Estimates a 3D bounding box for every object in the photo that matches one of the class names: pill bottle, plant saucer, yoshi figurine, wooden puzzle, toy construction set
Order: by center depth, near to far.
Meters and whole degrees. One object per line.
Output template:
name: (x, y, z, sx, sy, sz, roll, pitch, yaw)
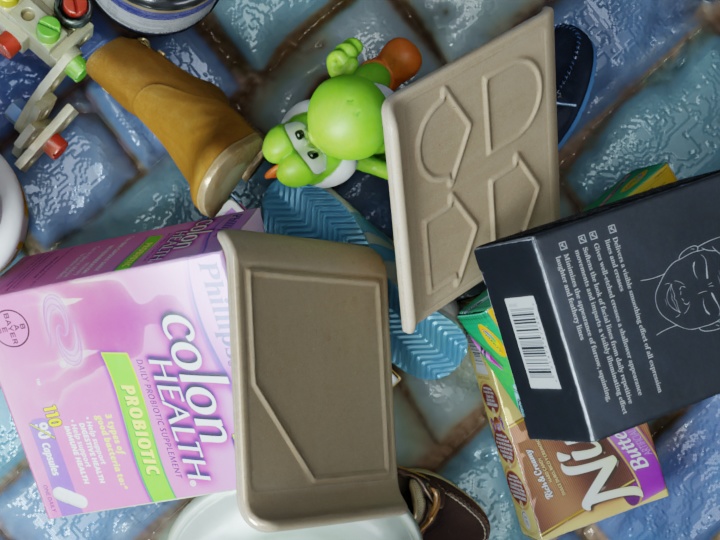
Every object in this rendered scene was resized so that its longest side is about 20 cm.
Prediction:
wooden puzzle: (-0.036, 0.076, 1.130, 0.037, 0.184, 0.202, -12, 80, 33)
pill bottle: (-0.294, -0.041, 1.157, 0.110, 0.200, 0.112, 0, 90, -10)
pill bottle: (-0.147, -0.231, 1.183, 0.111, 0.200, 0.113, 0, 91, -10)
wooden puzzle: (0.077, -0.078, 1.193, 0.200, 0.046, 0.187, -35, 133, -37)
yoshi figurine: (0.007, -0.114, 1.209, 0.112, 0.200, 0.113, 25, 118, 19)
toy construction set: (-0.276, -0.176, 1.214, 0.200, 0.092, 0.131, 47, 69, -12)
plant saucer: (-0.049, 0.232, 1.223, 0.198, 0.050, 0.201, -2, 129, -3)

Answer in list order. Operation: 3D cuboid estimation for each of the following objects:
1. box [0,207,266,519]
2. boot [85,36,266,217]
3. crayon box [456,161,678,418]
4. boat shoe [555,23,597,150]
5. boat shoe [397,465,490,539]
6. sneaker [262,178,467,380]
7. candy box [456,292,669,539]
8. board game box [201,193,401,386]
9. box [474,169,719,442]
box: (-0.151, 0.069, 1.179, 0.198, 0.097, 0.177, -11, 107, 16)
boot: (-0.141, -0.111, 1.185, 0.143, 0.201, 0.071, 35, 101, -2)
crayon box: (0.187, 0.022, 1.260, 0.199, 0.058, 0.119, -38, 99, -18)
boat shoe: (0.118, -0.112, 1.284, 0.068, 0.084, 0.201, 35, 81, -39)
boat shoe: (0.028, 0.185, 1.262, 0.199, 0.072, 0.073, 30, 89, -28)
sneaker: (0.000, 0.000, 1.263, 0.076, 0.081, 0.200, -41, 106, 15)
candy box: (0.161, 0.104, 1.313, 0.116, 0.056, 0.202, -17, 92, -12)
board game box: (-0.090, 0.064, 1.275, 0.153, 0.040, 0.200, -43, 97, -7)
box: (0.206, 0.022, 1.178, 0.198, 0.107, 0.150, -17, 92, -20)
